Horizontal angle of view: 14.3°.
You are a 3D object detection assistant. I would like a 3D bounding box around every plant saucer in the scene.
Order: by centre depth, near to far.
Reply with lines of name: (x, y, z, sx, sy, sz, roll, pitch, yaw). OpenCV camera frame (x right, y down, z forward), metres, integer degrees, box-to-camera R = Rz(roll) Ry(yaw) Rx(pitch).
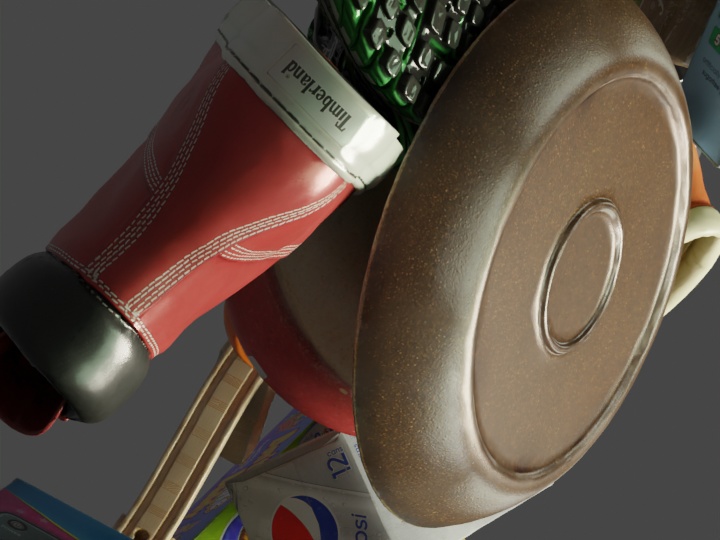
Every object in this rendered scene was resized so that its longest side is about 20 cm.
plant saucer: (0.065, -0.002, 0.991, 0.200, 0.032, 0.201, -39, 138, -45)

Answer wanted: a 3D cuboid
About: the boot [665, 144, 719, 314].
boot: (0.074, 0.004, 1.239, 0.075, 0.107, 0.200, 2, 142, -47)

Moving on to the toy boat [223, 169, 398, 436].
toy boat: (0.000, 0.000, 1.128, 0.131, 0.131, 0.200, -33, -175, 27)

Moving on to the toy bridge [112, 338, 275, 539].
toy bridge: (-0.050, 0.053, 1.221, 0.200, 0.027, 0.067, -54, 168, -43)

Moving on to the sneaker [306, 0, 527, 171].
sneaker: (0.010, -0.079, 0.969, 0.078, 0.085, 0.200, -62, 152, -20)

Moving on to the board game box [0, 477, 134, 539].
board game box: (-0.094, 0.147, 0.882, 0.064, 0.147, 0.200, -66, 171, 16)

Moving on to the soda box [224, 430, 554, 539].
soda box: (0.017, 0.094, 1.271, 0.063, 0.068, 0.200, -25, 178, 23)

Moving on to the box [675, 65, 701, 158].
box: (0.074, -0.033, 1.342, 0.161, 0.049, 0.200, -18, 152, -22)

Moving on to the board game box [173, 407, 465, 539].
board game box: (-0.021, 0.150, 1.308, 0.045, 0.135, 0.200, -27, -172, 32)

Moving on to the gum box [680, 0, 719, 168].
gum box: (0.226, -0.123, 1.045, 0.045, 0.169, 0.200, 55, -49, 50)

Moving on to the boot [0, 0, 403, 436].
boot: (-0.058, -0.013, 0.888, 0.144, 0.072, 0.200, -45, -178, 3)

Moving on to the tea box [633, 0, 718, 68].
tea box: (0.178, -0.195, 1.135, 0.200, 0.133, 0.197, -66, -153, 23)
